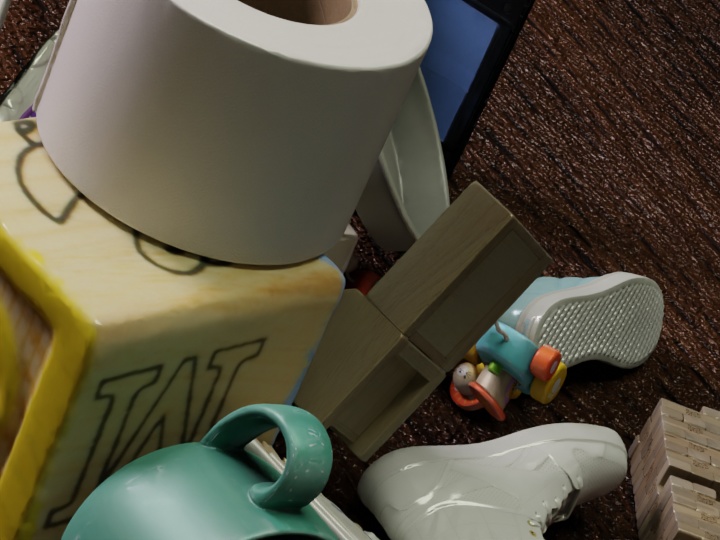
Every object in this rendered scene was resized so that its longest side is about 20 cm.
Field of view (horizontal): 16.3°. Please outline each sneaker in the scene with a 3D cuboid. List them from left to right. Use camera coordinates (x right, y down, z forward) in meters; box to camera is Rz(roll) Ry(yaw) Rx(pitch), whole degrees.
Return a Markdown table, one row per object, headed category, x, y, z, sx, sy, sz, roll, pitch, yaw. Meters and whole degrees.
| category | x | y | z | sx | sy | sz | roll | pitch | yaw |
| --- | --- | --- | --- | --- | --- | --- | --- | --- | --- |
| sneaker | -0.221 | -0.105 | 1.804 | 0.083 | 0.081 | 0.200 | 38 | 36 | -11 |
| sneaker | 0.107 | 0.165 | 1.619 | 0.199 | 0.074 | 0.116 | -7 | 44 | -30 |
| sneaker | 0.152 | 0.031 | 1.857 | 0.082 | 0.075 | 0.199 | 17 | 9 | 35 |

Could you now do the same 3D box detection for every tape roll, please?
| category | x | y | z | sx | sy | sz | roll | pitch | yaw |
| --- | --- | --- | --- | --- | --- | --- | --- | --- | --- |
| tape roll | -0.074 | -0.117 | 1.458 | 0.201 | 0.140 | 0.203 | 18 | 31 | -11 |

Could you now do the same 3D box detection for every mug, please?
| category | x | y | z | sx | sy | sz | roll | pitch | yaw |
| --- | --- | --- | --- | --- | --- | --- | --- | --- | --- |
| mug | -0.080 | 0.160 | 1.371 | 0.114 | 0.185 | 0.152 | 45 | -6 | 44 |

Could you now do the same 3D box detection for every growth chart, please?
| category | x | y | z | sx | sy | sz | roll | pitch | yaw |
| --- | --- | --- | --- | --- | --- | --- | --- | --- | --- |
| growth chart | -0.005 | 0.157 | 1.489 | 0.145 | 0.018 | 0.200 | 42 | -3 | 33 |

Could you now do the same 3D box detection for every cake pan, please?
| category | x | y | z | sx | sy | sz | roll | pitch | yaw |
| --- | --- | --- | --- | --- | --- | --- | --- | --- | --- |
| cake pan | 0.015 | -0.102 | 1.766 | 0.036 | 0.201 | 0.201 | -14 | 28 | 14 |

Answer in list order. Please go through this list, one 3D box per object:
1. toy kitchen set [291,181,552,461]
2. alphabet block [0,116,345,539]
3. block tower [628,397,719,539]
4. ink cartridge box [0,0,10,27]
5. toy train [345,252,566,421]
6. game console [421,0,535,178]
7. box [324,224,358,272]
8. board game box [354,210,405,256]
| category | x | y | z | sx | sy | sz | roll | pitch | yaw |
| --- | --- | --- | --- | --- | --- | --- | --- | --- | --- |
| toy kitchen set | 0.000 | 0.000 | 1.621 | 0.200 | 0.181 | 0.163 | 44 | 2 | 30 |
| alphabet block | -0.165 | 0.037 | 1.483 | 0.199 | 0.197 | 0.195 | -13 | 45 | -47 |
| block tower | 0.223 | 0.166 | 1.712 | 0.057 | 0.054 | 0.200 | 21 | 30 | -9 |
| ink cartridge box | -0.290 | -0.164 | 1.719 | 0.084 | 0.146 | 0.201 | 20 | 41 | -9 |
| toy train | 0.055 | 0.051 | 1.724 | 0.150 | 0.056 | 0.200 | 36 | -10 | -18 |
| game console | 0.012 | -0.170 | 1.931 | 0.172 | 0.201 | 0.119 | 34 | 32 | 14 |
| box | -0.089 | -0.051 | 1.780 | 0.077 | 0.095 | 0.200 | 2 | 36 | -34 |
| board game box | 0.001 | -0.085 | 1.819 | 0.200 | 0.023 | 0.106 | 38 | 38 | -68 |
